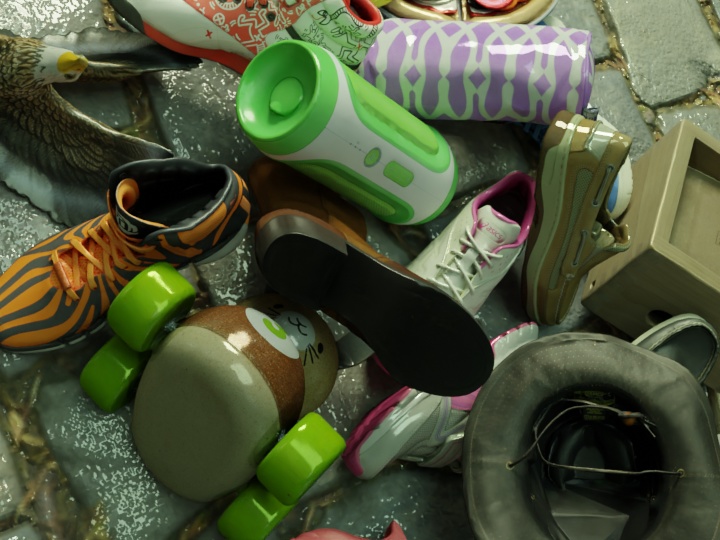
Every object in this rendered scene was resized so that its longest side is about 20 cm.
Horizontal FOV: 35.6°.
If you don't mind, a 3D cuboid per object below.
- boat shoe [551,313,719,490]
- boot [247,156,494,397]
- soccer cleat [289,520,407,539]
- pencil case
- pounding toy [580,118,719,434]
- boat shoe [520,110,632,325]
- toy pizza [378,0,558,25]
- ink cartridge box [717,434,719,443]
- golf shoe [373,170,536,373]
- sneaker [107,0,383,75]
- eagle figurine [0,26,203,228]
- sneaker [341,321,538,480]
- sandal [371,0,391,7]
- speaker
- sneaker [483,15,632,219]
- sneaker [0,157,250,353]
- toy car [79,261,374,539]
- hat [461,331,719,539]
[{"bbox_3d":[0.210,0.116,0.869,0.200,0.068,0.072,-44,101,-5],"label":"boat shoe"},{"bbox_3d":[0.000,0.000,0.810,0.187,0.200,0.069,24,104,-14],"label":"boot"},{"bbox_3d":[-0.049,0.212,0.762,0.198,0.067,0.077,4,52,-24],"label":"soccer cleat"},{"bbox_3d":[0.091,-0.154,0.893,0.197,0.086,0.085,8,55,10],"label":"pencil case"},{"bbox_3d":[0.299,0.020,0.968,0.199,0.142,0.185,32,53,-8],"label":"pounding toy"},{"bbox_3d":[0.172,-0.026,0.873,0.075,0.201,0.072,17,49,19],"label":"boat shoe"},{"bbox_3d":[0.082,-0.276,0.974,0.197,0.032,0.202,4,54,-6],"label":"toy pizza"},{"bbox_3d":[0.244,0.189,0.825,0.068,0.200,0.116,39,60,-10],"label":"ink cartridge box"},{"bbox_3d":[0.076,-0.003,0.875,0.075,0.092,0.201,35,60,3],"label":"golf shoe"},{"bbox_3d":[-0.079,-0.198,0.815,0.200,0.108,0.068,25,37,-27],"label":"sneaker"},{"bbox_3d":[-0.219,-0.130,0.781,0.152,0.151,0.199,-51,137,7],"label":"eagle figurine"},{"bbox_3d":[0.077,0.114,0.842,0.199,0.081,0.089,-24,81,-30],"label":"sneaker"},{"bbox_3d":[0.017,-0.314,0.926,0.079,0.087,0.202,0,58,19],"label":"sandal"},{"bbox_3d":[-0.004,-0.096,0.827,0.199,0.088,0.090,25,56,-55],"label":"speaker"},{"bbox_3d":[0.152,-0.129,0.968,0.110,0.077,0.202,-10,74,-32],"label":"sneaker"},{"bbox_3d":[-0.166,-0.020,0.730,0.199,0.112,0.078,-31,79,-9],"label":"sneaker"},{"bbox_3d":[-0.059,0.056,0.769,0.164,0.158,0.200,44,47,7],"label":"toy car"},{"bbox_3d":[0.161,0.150,0.792,0.198,0.081,0.203,-2,64,5],"label":"hat"}]
